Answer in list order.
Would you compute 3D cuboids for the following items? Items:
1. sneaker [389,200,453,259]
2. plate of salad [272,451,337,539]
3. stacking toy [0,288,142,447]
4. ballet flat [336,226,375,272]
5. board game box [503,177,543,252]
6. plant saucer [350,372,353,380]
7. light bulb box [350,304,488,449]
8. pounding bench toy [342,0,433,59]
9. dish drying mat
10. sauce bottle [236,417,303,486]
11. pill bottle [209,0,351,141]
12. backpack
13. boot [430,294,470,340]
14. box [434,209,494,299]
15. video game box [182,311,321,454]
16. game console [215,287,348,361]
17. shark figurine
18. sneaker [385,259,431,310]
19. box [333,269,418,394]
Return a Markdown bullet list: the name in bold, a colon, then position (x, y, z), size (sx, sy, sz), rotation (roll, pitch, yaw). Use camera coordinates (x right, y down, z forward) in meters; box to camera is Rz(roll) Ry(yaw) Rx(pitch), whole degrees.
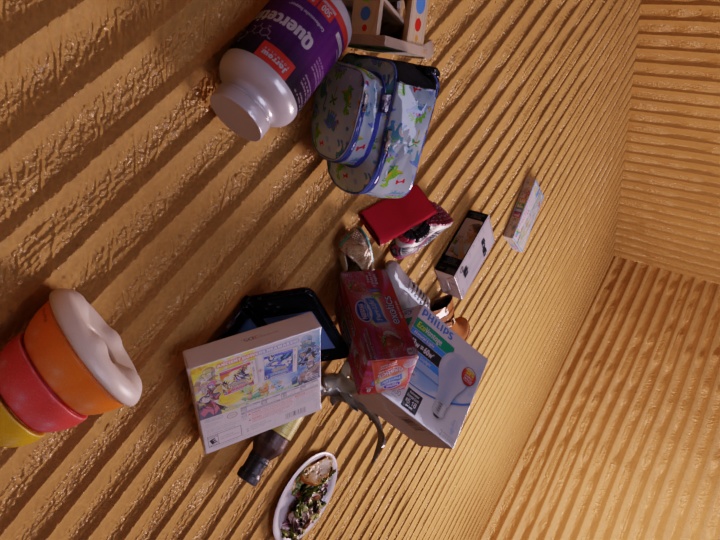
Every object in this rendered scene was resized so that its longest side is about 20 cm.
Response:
- **sneaker**: position (0.127, -0.091, 1.171), size (0.199, 0.081, 0.075), rotation (-29, 157, -44)
- **plate of salad**: position (-0.105, 0.479, 1.138), size (0.199, 0.047, 0.204), rotation (-33, 132, -45)
- **stacking toy**: position (-0.346, 0.128, 0.561), size (0.199, 0.146, 0.147), rotation (-35, 137, -15)
- **ballet flat**: position (0.000, 0.000, 1.044), size (0.065, 0.071, 0.202), rotation (-31, 134, -8)
- **board game box**: position (0.522, -0.175, 1.737), size (0.134, 0.034, 0.203), rotation (31, 80, -57)
- **plant saucer**: position (0.054, 0.172, 1.211), size (0.199, 0.050, 0.204), rotation (-31, 130, -45)
- **light bulb box**: position (0.120, 0.211, 1.084), size (0.197, 0.124, 0.202), rotation (38, 62, -17)
- **pounding bench toy**: position (0.052, -0.417, 0.832), size (0.199, 0.123, 0.159), rotation (-16, 119, -52)
- **dish drying mat**: position (0.077, -0.114, 1.088), size (0.199, 0.077, 0.018), rotation (-31, 171, -45)
- **sauce bottle**: position (-0.145, 0.275, 0.956), size (0.202, 0.064, 0.065), rotation (-58, 145, -20)
- **pill bottle**: position (-0.102, -0.266, 0.694), size (0.202, 0.111, 0.113), rotation (-58, 145, -18)
- **backpack**: position (0.009, -0.218, 0.831), size (0.145, 0.183, 0.204), rotation (-4, 116, -30)
- **boot**: position (0.230, 0.128, 1.442), size (0.198, 0.076, 0.158), rotation (-27, 124, -38)
- **box**: position (0.274, -0.041, 1.416), size (0.202, 0.059, 0.117), rotation (-57, 145, -19)
- **video game box**: position (-0.155, 0.170, 0.821), size (0.197, 0.047, 0.185), rotation (-15, 132, -24)
- **game console**: position (-0.125, 0.139, 0.868), size (0.201, 0.169, 0.120), rotation (64, 22, -48)
- **shark figurine**: position (-0.021, 0.276, 1.108), size (0.215, 0.089, 0.129), rotation (46, 33, -9)
- **sneaker**: position (0.107, 0.059, 1.165), size (0.202, 0.079, 0.077), rotation (65, 29, -30)
- **box**: position (0.022, 0.104, 0.964), size (0.094, 0.202, 0.101), rotation (-4, 137, -17)
